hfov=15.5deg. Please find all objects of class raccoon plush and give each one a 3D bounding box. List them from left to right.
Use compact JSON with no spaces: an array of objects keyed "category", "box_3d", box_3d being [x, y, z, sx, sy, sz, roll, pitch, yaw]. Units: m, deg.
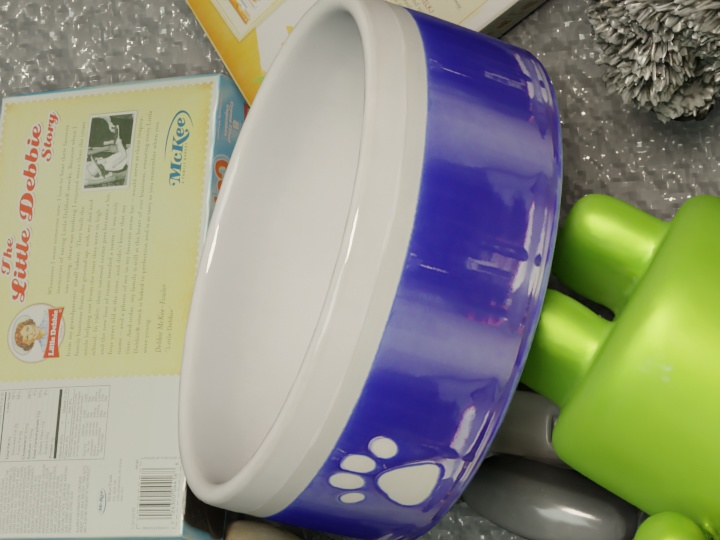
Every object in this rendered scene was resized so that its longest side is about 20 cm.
[{"category":"raccoon plush","box_3d":[0.143,-0.105,0.941,0.134,0.200,0.097,7,84,38]}]

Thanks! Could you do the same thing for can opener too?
[{"category":"can opener","box_3d":[0.028,0.072,1.092,0.199,0.066,0.053,8,101,32]}]

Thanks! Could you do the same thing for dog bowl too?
[{"category":"dog bowl","box_3d":[0.000,0.000,1.004,0.079,0.200,0.201,16,108,-17]}]

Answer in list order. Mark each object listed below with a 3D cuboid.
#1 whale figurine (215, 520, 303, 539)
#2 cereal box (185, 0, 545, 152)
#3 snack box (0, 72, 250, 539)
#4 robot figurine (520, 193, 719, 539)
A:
[{"category":"whale figurine","box_3d":[-0.062,0.204,1.097,0.159,0.104,0.201,-9,50,23]},{"category":"cereal box","box_3d":[0.014,-0.153,1.083,0.200,0.039,0.144,-35,80,27]},{"category":"snack box","box_3d":[-0.108,0.019,1.135,0.116,0.037,0.201,-3,75,28]},{"category":"robot figurine","box_3d":[0.151,0.050,0.978,0.200,0.116,0.176,31,73,4]}]
